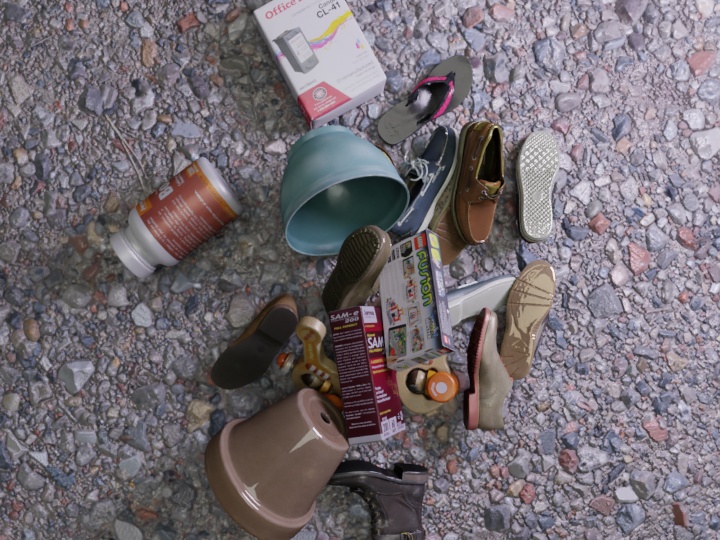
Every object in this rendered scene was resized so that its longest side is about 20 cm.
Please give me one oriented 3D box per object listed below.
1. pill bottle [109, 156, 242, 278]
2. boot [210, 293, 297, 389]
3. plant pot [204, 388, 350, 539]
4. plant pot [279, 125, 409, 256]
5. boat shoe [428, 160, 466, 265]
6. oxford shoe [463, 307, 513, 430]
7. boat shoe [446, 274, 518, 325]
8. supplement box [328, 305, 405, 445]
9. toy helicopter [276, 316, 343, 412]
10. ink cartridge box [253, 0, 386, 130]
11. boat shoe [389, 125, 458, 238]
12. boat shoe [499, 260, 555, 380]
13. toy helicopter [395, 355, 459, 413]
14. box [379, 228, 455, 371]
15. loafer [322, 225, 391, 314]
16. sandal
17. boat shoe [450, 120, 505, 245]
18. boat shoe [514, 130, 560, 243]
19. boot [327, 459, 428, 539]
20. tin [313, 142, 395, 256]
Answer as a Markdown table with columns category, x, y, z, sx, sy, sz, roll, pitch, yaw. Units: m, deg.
| category | x | y | z | sx | sy | sz | roll | pitch | yaw |
| --- | --- | --- | --- | --- | --- | --- | --- | --- | --- |
| pill bottle | -0.298 | -0.081 | 1.076 | 0.199 | 0.112 | 0.113 | -38 | 91 | -2 |
| boot | -0.173 | 0.119 | 1.111 | 0.073 | 0.076 | 0.200 | 39 | 107 | -19 |
| plant pot | -0.108 | 0.280 | 1.022 | 0.174 | 0.200 | 0.200 | -43 | 92 | 15 |
| plant pot | -0.040 | -0.134 | 1.024 | 0.198 | 0.201 | 0.136 | -21 | 65 | -2 |
| boat shoe | 0.156 | -0.106 | 1.125 | 0.073 | 0.063 | 0.202 | 21 | 92 | -28 |
| oxford shoe | 0.213 | 0.162 | 1.092 | 0.074 | 0.070 | 0.203 | 5 | 97 | 0 |
| boat shoe | 0.178 | 0.039 | 1.107 | 0.198 | 0.073 | 0.062 | -20 | 48 | -23 |
| supplement box | 0.011 | 0.159 | 1.043 | 0.060 | 0.109 | 0.203 | -13 | 82 | 21 |
| toy helicopter | -0.081 | 0.141 | 1.064 | 0.130 | 0.202 | 0.079 | 14 | 48 | 16 |
| ink cartridge box | -0.066 | -0.359 | 1.098 | 0.146 | 0.086 | 0.202 | -29 | 92 | -2 |
| boat shoe | 0.100 | -0.151 | 1.108 | 0.061 | 0.075 | 0.202 | 20 | 97 | -32 |
| boat shoe | 0.279 | 0.082 | 1.122 | 0.071 | 0.065 | 0.203 | 12 | 92 | 14 |
| toy helicopter | 0.079 | 0.140 | 1.116 | 0.131 | 0.079 | 0.203 | -19 | 81 | 12 |
| box | 0.083 | 0.046 | 1.054 | 0.109 | 0.035 | 0.203 | -25 | 56 | 34 |
| loafer | 0.000 | 0.000 | 1.071 | 0.067 | 0.200 | 0.077 | -8 | 59 | -36 |
| sandal | 0.115 | -0.286 | 1.123 | 0.199 | 0.045 | 0.075 | -40 | 91 | -1 |
| boat shoe | 0.190 | -0.134 | 1.060 | 0.071 | 0.068 | 0.203 | -12 | 108 | -26 |
| boat shoe | 0.294 | -0.139 | 1.124 | 0.073 | 0.062 | 0.203 | 5 | 75 | 3 |
| boot | 0.029 | 0.414 | 1.111 | 0.197 | 0.069 | 0.177 | 5 | 89 | -4 |
| tin | -0.016 | -0.118 | 1.124 | 0.111 | 0.042 | 0.201 | 32 | 89 | 2 |
